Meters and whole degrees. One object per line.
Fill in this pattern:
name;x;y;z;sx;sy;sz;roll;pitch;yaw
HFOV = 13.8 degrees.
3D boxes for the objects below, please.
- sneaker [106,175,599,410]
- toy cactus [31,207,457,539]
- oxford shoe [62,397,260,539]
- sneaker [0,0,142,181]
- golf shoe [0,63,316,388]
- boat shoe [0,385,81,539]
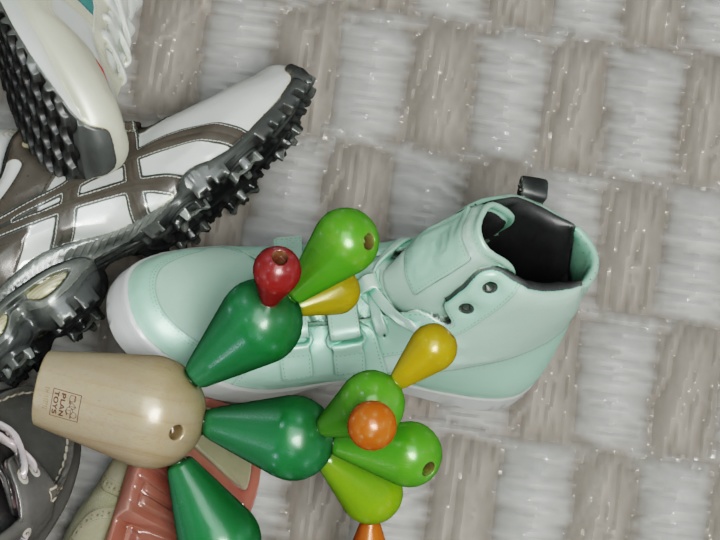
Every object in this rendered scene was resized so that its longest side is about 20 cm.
sneaker;0.000;0.000;1.239;0.199;0.118;0.074;5;56;-21
toy cactus;-0.051;0.070;1.184;0.164;0.102;0.201;11;116;5
oxford shoe;-0.105;0.149;1.248;0.071;0.074;0.201;35;70;-17
sneaker;-0.121;-0.122;1.286;0.093;0.071;0.200;-19;45;-13
golf shoe;-0.111;-0.042;1.292;0.200;0.078;0.095;-38;80;-12
boat shoe;-0.170;0.104;1.218;0.067;0.057;0.200;41;46;3
